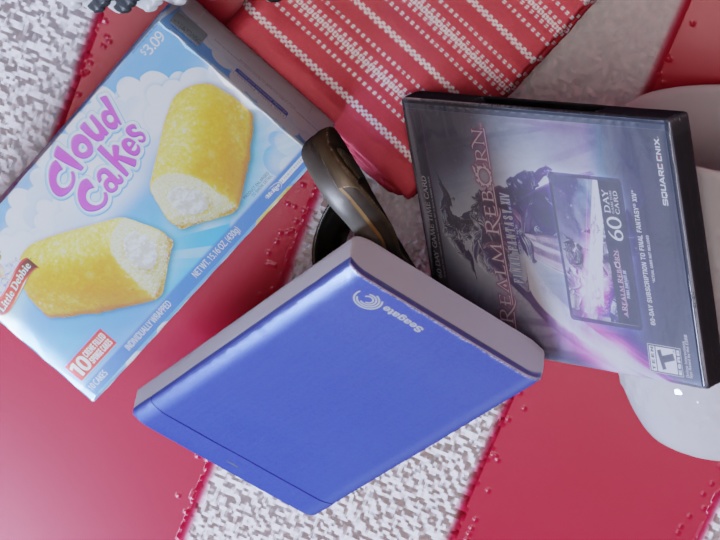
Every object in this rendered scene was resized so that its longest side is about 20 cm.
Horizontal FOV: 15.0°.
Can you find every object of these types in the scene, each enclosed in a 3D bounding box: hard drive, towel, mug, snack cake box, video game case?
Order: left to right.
[{"bbox_3d":[-0.123,-0.041,1.505,0.115,0.067,0.200,40,111,-8],"label":"snack cake box"},{"bbox_3d":[-0.015,0.062,1.492,0.132,0.025,0.200,31,137,-25],"label":"hard drive"},{"bbox_3d":[0.037,-0.153,1.495,0.145,0.022,0.200,41,104,-8],"label":"towel"},{"bbox_3d":[0.104,-0.019,1.438,0.200,0.019,0.143,8,114,48],"label":"video game case"},{"bbox_3d":[0.228,0.006,1.466,0.200,0.148,0.176,1,113,-5],"label":"mug"}]

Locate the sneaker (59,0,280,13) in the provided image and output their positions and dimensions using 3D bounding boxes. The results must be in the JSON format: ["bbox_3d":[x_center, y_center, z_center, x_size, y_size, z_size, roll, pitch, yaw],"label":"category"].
[{"bbox_3d":[-0.092,-0.181,1.427,0.200,0.075,0.081,-7,82,-29],"label":"sneaker"}]

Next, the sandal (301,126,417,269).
[{"bbox_3d":[0.000,0.000,1.475,0.055,0.082,0.200,-31,145,-1],"label":"sandal"}]
